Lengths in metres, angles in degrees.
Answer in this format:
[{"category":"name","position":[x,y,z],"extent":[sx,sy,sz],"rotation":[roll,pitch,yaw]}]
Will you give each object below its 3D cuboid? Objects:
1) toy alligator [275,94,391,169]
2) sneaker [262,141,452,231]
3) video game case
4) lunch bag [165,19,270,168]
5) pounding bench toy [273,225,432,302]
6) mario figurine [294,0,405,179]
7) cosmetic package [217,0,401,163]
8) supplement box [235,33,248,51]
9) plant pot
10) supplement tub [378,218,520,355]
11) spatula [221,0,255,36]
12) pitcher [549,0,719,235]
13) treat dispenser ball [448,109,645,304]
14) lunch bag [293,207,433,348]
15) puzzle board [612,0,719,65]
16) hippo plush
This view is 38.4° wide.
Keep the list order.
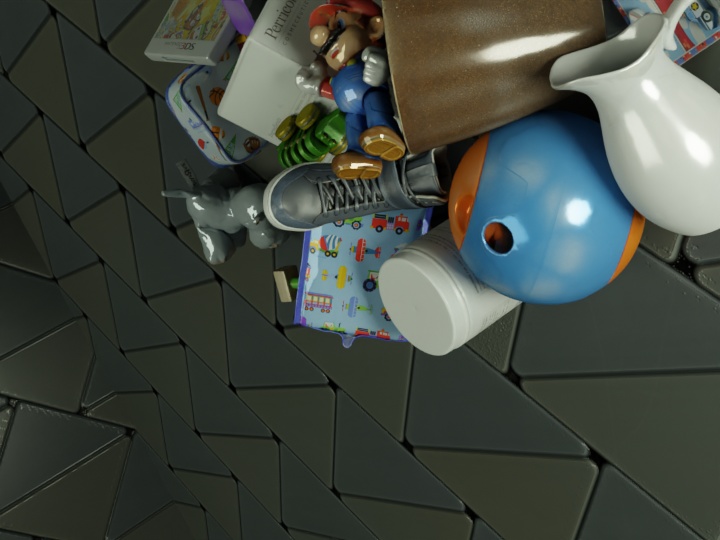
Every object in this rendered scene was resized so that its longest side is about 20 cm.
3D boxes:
[{"category":"toy alligator","position":[-0.041,-0.150,1.144],"extent":[0.059,0.054,0.200],"rotation":[37,147,-25]},{"category":"sneaker","position":[0.008,-0.093,1.110],"extent":[0.146,0.202,0.077],"rotation":[-7,96,54]},{"category":"video game case","position":[-0.202,-0.373,1.417],"extent":[0.023,0.200,0.182],"rotation":[35,169,-39]},{"category":"lunch bag","position":[-0.164,-0.253,1.446],"extent":[0.160,0.200,0.076],"rotation":[53,155,-16]},{"category":"pounding bench toy","position":[-0.006,-0.005,1.395],"extent":[0.124,0.200,0.156],"rotation":[67,164,-14]},{"category":"mario figurine","position":[-0.019,-0.195,1.035],"extent":[0.106,0.123,0.200],"rotation":[44,-147,-59]},{"category":"cosmetic package","position":[-0.035,-0.238,1.219],"extent":[0.200,0.165,0.165],"rotation":[27,151,-9]},{"category":"supplement box","position":[-0.070,-0.246,1.393],"extent":[0.086,0.110,0.200],"rotation":[1,118,57]},{"category":"plant pot","position":[0.134,-0.219,1.007],"extent":[0.187,0.200,0.187],"rotation":[-7,-90,-81]},{"category":"supplement tub","position":[0.134,-0.004,1.211],"extent":[0.132,0.200,0.132],"rotation":[37,144,34]},{"category":"spatula","position":[-0.141,-0.266,1.348],"extent":[0.056,0.021,0.200],"rotation":[25,137,43]},{"category":"pitcher","position":[0.293,-0.142,0.928],"extent":[0.171,0.121,0.200],"rotation":[-32,114,19]},{"category":"treat dispenser ball","position":[0.192,-0.064,1.068],"extent":[0.201,0.201,0.201],"rotation":[37,144,33]},{"category":"lunch bag","position":[0.000,0.000,1.281],"extent":[0.094,0.150,0.200],"rotation":[-94,12,-81]},{"category":"puzzle board","position":[0.268,-0.292,0.933],"extent":[0.200,0.017,0.151],"rotation":[57,151,2]},{"category":"hippo plush","position":[-0.192,-0.113,1.712],"extent":[0.161,0.159,0.200],"rotation":[-4,134,25]}]
